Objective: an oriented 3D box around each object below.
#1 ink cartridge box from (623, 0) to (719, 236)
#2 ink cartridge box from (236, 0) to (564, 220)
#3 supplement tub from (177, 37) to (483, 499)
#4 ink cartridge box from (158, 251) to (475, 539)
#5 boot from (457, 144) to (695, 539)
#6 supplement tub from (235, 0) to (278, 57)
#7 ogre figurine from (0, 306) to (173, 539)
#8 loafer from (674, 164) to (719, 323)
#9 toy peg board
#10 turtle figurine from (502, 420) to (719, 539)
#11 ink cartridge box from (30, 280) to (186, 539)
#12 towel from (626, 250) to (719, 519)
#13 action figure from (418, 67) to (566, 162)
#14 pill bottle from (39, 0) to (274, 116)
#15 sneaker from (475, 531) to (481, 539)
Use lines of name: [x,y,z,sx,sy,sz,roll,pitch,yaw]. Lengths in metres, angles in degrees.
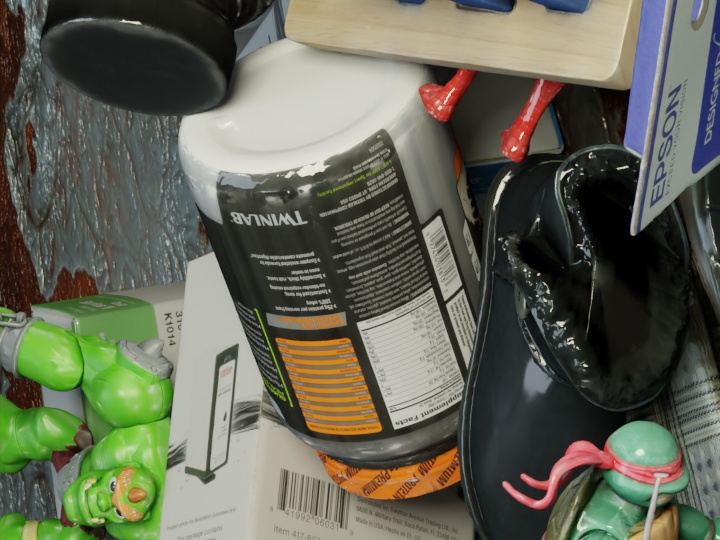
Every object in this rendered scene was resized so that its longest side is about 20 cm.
ink cartridge box: [0.139,-0.140,0.996,0.047,0.200,0.199,23,125,27]
ink cartridge box: [0.014,-0.086,1.458,0.200,0.083,0.146,134,123,-63]
supplement tub: [0.000,0.000,1.308,0.123,0.122,0.201,48,161,53]
ink cartridge box: [-0.018,0.096,1.433,0.084,0.146,0.201,-21,57,47]
boot: [0.089,0.046,1.199,0.168,0.076,0.201,-146,56,-83]
supplement tub: [-0.092,-0.220,1.587,0.145,0.144,0.201,157,103,-68]
ogre figurine: [-0.140,0.109,1.462,0.098,0.119,0.201,23,-120,-63]
loafer: [0.156,-0.050,1.154,0.072,0.072,0.201,121,145,-72]
toy peg board: [0.033,-0.191,1.164,0.199,0.098,0.200,12,88,47]
turtle figurine: [0.116,0.131,1.154,0.101,0.149,0.201,39,136,35]
ink cartridge box: [-0.070,0.077,1.582,0.084,0.199,0.147,5,104,65]
towel: [0.134,0.065,1.304,0.193,0.034,0.201,146,111,-69]
action figure: [0.096,-0.155,1.222,0.201,0.065,0.099,-58,12,18]
pill bottle: [-0.080,-0.177,1.273,0.112,0.111,0.201,132,152,-63]
sneaker: [0.079,0.218,1.436,0.116,0.075,0.201,109,146,-45]
